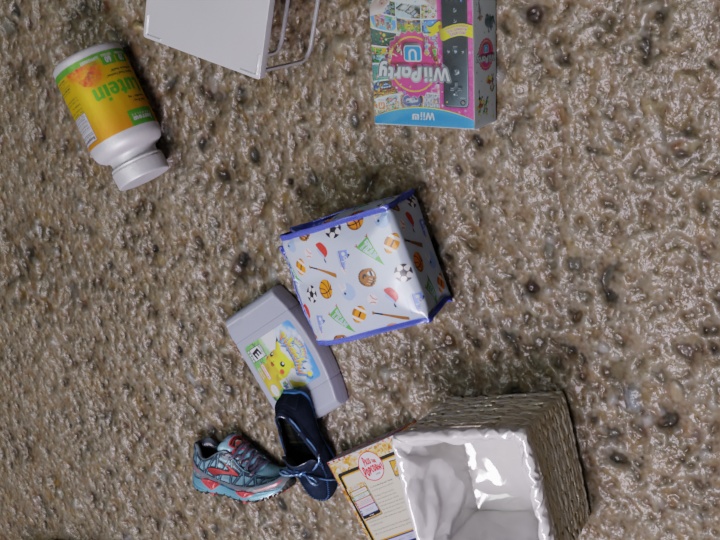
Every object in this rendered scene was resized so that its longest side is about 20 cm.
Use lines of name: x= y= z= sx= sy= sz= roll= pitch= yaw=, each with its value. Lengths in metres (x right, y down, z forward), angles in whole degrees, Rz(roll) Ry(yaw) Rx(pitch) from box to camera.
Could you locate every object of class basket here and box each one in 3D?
basket: x=0.176 y=0.274 z=1.491 sx=0.197 sy=0.161 sz=0.201 roll=-8 pitch=100 yaw=34

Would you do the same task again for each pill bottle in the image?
pill bottle: x=-0.364 y=-0.226 z=1.706 sx=0.111 sy=0.111 sz=0.201 roll=-25 pitch=91 yaw=36

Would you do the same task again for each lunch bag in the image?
lunch bag: x=0.000 y=0.000 z=1.540 sx=0.199 sy=0.124 sz=0.171 roll=-18 pitch=96 yaw=28

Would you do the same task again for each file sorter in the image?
file sorter: x=-0.169 y=-0.358 z=1.529 sx=0.199 sy=0.124 sz=0.139 roll=23 pitch=118 yaw=25

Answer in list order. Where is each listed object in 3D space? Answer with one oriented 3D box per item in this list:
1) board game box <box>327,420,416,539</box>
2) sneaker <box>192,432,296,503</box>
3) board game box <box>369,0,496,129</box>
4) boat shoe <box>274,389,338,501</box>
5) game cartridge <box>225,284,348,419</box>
board game box: x=0.060 y=0.335 z=1.655 sx=0.151 sy=0.046 sz=0.201 roll=-28 pitch=89 yaw=36
sneaker: x=-0.190 y=0.303 z=1.787 sx=0.199 sy=0.079 sz=0.096 roll=0 pitch=103 yaw=33
board game box: x=0.090 y=-0.282 z=1.426 sx=0.147 sy=0.064 sz=0.201 roll=7 pitch=110 yaw=31
boat shoe: x=-0.093 y=0.268 z=1.692 sx=0.084 sy=0.069 sz=0.201 roll=-8 pitch=120 yaw=27
game cartridge: x=-0.106 y=0.129 z=1.703 sx=0.133 sy=0.040 sz=0.201 roll=-34 pitch=86 yaw=32
